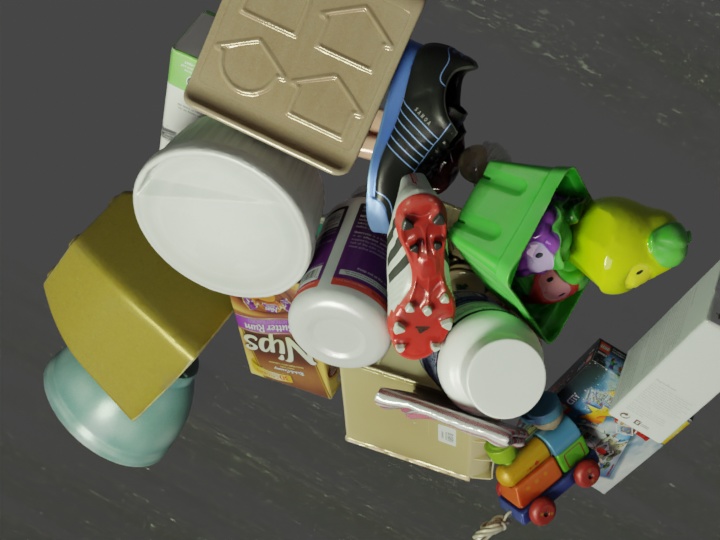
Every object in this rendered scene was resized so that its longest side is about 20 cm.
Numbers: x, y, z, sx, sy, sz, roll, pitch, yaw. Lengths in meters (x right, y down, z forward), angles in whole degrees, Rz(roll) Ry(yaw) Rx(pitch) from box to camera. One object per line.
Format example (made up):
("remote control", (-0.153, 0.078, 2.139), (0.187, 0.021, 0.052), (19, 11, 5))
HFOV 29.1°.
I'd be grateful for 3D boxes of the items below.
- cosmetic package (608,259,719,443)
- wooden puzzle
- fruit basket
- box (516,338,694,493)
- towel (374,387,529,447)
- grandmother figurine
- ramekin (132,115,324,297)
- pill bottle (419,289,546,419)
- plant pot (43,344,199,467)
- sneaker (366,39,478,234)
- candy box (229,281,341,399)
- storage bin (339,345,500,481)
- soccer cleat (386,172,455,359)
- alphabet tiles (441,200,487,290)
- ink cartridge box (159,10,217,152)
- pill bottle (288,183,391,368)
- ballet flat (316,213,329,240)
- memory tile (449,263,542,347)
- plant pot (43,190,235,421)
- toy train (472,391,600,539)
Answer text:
("cosmetic package", (0.351, 0.086, 1.470), (0.071, 0.102, 0.200), (30, 140, -2))
("wooden puzzle", (-0.055, -0.219, 1.367), (0.185, 0.046, 0.200), (25, 98, 4))
("fruit basket", (0.215, -0.015, 1.381), (0.215, 0.156, 0.216), (30, 172, 5))
("box", (0.287, 0.176, 1.643), (0.136, 0.038, 0.200), (32, 139, -3))
("towel", (0.101, 0.162, 1.476), (0.146, 0.030, 0.200), (16, 177, 14))
("grandmother figurine", (0.063, -0.125, 1.448), (0.199, 0.061, 0.122), (15, 132, 16))
("ramekin", (-0.129, -0.075, 1.450), (0.202, 0.094, 0.203), (13, 137, 13))
("pill bottle", (0.128, 0.090, 1.449), (0.111, 0.111, 0.200), (40, -178, -13))
("plant pot", (-0.299, 0.139, 1.837), (0.200, 0.200, 0.134), (38, 113, -11))
("sneaker", (0.061, -0.127, 1.385), (0.078, 0.070, 0.201), (16, 104, 18))
("candy box", (-0.085, 0.055, 1.621), (0.116, 0.057, 0.200), (15, 142, 23))
("storage bin", (0.080, 0.147, 1.666), (0.198, 0.094, 0.200), (16, 146, 14))
("soccer cleat", (0.057, -0.002, 1.380), (0.068, 0.085, 0.200), (-4, 125, -3))
("alphabet tiles", (0.075, -0.010, 1.598), (0.166, 0.006, 0.200), (21, 138, 9))
("ink cartridge box", (-0.133, -0.159, 1.504), (0.145, 0.084, 0.200), (23, 138, 6))
("pill bottle", (0.000, 0.000, 1.487), (0.112, 0.200, 0.113), (11, 137, 10))
("ballet flat", (-0.043, 0.019, 1.648), (0.075, 0.064, 0.200), (19, 140, 30))
("memory tile", (0.122, 0.053, 1.615), (0.200, 0.017, 0.153), (28, 141, -5))
("plant pot", (-0.264, 0.022, 1.689), (0.200, 0.194, 0.195), (42, 138, -6))
("toy train", (0.173, 0.237, 1.595), (0.085, 0.200, 0.116), (31, 153, 57))
